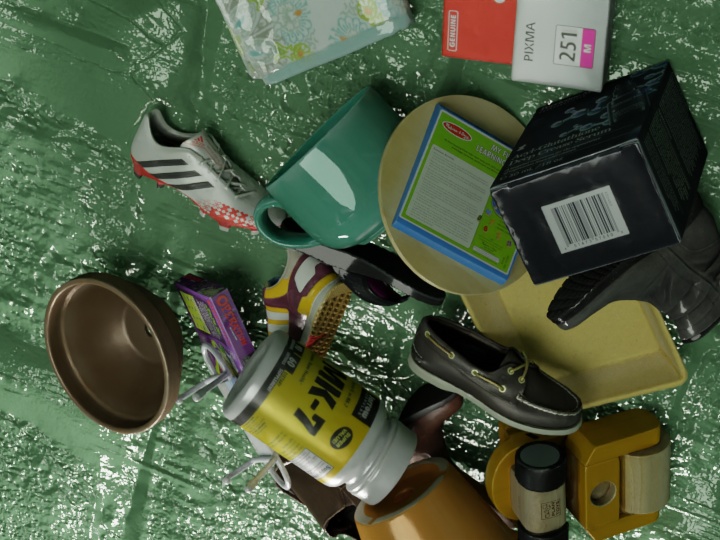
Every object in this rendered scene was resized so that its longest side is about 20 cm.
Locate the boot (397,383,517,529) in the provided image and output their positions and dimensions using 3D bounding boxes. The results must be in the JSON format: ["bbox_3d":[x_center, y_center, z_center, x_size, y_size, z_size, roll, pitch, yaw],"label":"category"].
[{"bbox_3d":[0.112,0.237,1.568,0.200,0.069,0.188,43,124,-5],"label":"boot"}]

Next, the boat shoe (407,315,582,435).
[{"bbox_3d":[0.147,0.111,1.424,0.200,0.072,0.061,23,128,13],"label":"boat shoe"}]

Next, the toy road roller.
[{"bbox_3d":[0.234,0.215,1.493,0.198,0.146,0.124,-13,118,-14],"label":"toy road roller"}]

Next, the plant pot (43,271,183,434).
[{"bbox_3d":[-0.280,0.088,1.619,0.199,0.092,0.203,15,118,30],"label":"plant pot"}]

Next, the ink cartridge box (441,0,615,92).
[{"bbox_3d":[0.159,-0.281,1.280,0.172,0.044,0.202,10,120,16],"label":"ink cartridge box"}]

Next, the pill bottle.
[{"bbox_3d":[-0.043,0.166,1.484,0.199,0.115,0.114,35,125,-9],"label":"pill bottle"}]

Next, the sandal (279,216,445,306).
[{"bbox_3d":[0.000,-0.001,1.475,0.199,0.075,0.048,24,112,9],"label":"sandal"}]

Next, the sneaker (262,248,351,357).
[{"bbox_3d":[-0.078,0.056,1.553,0.090,0.075,0.201,46,131,20],"label":"sneaker"}]

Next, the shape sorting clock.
[{"bbox_3d":[0.106,-0.075,1.339,0.201,0.200,0.039,55,159,-12],"label":"shape sorting clock"}]

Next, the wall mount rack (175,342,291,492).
[{"bbox_3d":[-0.150,0.184,1.548,0.201,0.074,0.174,60,161,-2],"label":"wall mount rack"}]

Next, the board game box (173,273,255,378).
[{"bbox_3d":[-0.151,0.103,1.587,0.120,0.032,0.202,24,139,63],"label":"board game box"}]

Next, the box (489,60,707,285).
[{"bbox_3d":[0.229,-0.094,1.258,0.147,0.200,0.108,-18,110,29],"label":"box"}]

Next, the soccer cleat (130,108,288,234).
[{"bbox_3d":[-0.168,-0.110,1.494,0.199,0.069,0.086,28,128,11],"label":"soccer cleat"}]

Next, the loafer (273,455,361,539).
[{"bbox_3d":[-0.030,0.282,1.637,0.199,0.071,0.074,23,124,24],"label":"loafer"}]

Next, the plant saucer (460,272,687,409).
[{"bbox_3d":[0.226,0.049,1.429,0.199,0.048,0.201,-18,108,29],"label":"plant saucer"}]

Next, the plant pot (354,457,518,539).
[{"bbox_3d":[0.090,0.321,1.509,0.199,0.200,0.184,-23,103,31],"label":"plant pot"}]

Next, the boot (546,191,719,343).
[{"bbox_3d":[0.292,0.025,1.321,0.199,0.070,0.132,-38,106,-1],"label":"boot"}]

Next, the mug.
[{"bbox_3d":[-0.013,-0.093,1.395,0.114,0.152,0.185,45,151,-9],"label":"mug"}]

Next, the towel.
[{"bbox_3d":[-0.061,-0.295,1.360,0.198,0.048,0.172,-16,111,28],"label":"towel"}]
